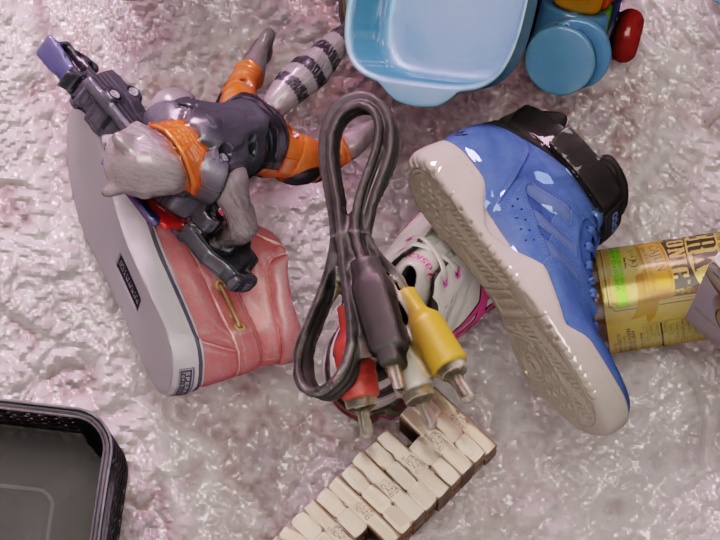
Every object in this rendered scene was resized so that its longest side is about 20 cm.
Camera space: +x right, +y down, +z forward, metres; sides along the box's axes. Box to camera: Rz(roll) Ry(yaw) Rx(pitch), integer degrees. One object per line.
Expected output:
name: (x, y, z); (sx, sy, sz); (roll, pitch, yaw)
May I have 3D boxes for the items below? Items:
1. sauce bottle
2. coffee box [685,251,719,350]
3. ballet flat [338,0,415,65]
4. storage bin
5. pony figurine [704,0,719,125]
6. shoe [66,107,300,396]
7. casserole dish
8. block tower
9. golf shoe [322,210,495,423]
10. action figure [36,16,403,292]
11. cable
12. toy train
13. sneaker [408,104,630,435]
sauce bottle: (0.222, 0.006, 1.747); (0.200, 0.065, 0.065); (-10, 77, 3)
coffee box: (0.287, 0.052, 1.640); (0.200, 0.113, 0.080); (43, 77, 10)
ballet flat: (0.020, -0.217, 1.801); (0.068, 0.068, 0.200); (0, 88, 0)
storage bin: (-0.245, 0.145, 1.717); (0.200, 0.094, 0.135); (6, 78, 3)
pony figurine: (0.283, -0.182, 1.758); (0.193, 0.166, 0.200); (-10, 77, 39)
shoe: (-0.107, -0.020, 1.768); (0.091, 0.071, 0.200); (-12, 63, -25)
casserole dish: (0.059, -0.191, 1.728); (0.121, 0.039, 0.200); (9, 87, 30)
block tower: (-0.008, 0.156, 1.730); (0.058, 0.054, 0.200); (43, 81, 10)
golf shoe: (0.051, 0.002, 1.744); (0.073, 0.092, 0.200); (33, 79, 10)
action figure: (-0.092, -0.097, 1.722); (0.200, 0.105, 0.193); (45, 42, 11)
cable: (0.000, 0.000, 1.690); (0.097, 0.050, 0.200); (-19, 67, 17)
toy train: (0.141, -0.206, 1.737); (0.085, 0.116, 0.200); (14, 111, 3)
sneaker: (0.124, -0.008, 1.690); (0.111, 0.077, 0.200); (-27, 69, -20)
